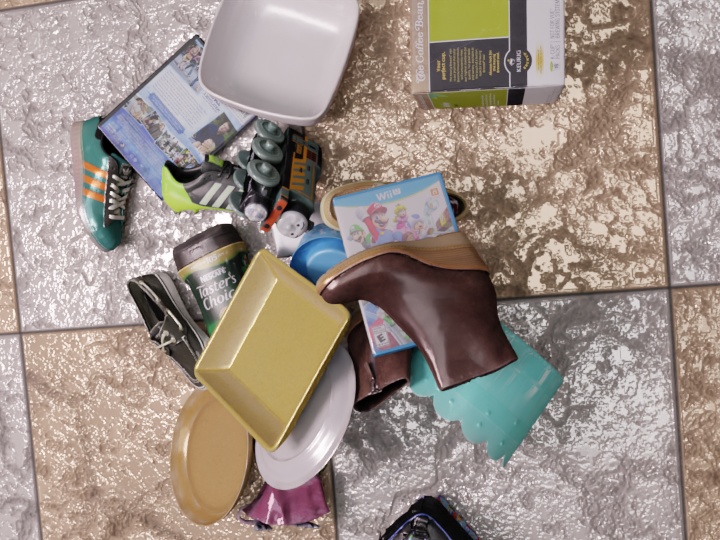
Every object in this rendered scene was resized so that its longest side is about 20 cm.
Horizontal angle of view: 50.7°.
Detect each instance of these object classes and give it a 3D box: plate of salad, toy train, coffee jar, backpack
[{"bbox_3d":[-0.069,0.190,0.999,0.048,0.200,0.201,32,101,-34],"label":"plate of salad"},{"bbox_3d":[-0.108,-0.125,1.020,0.113,0.201,0.085,24,125,-20],"label":"toy train"},{"bbox_3d":[-0.191,0.037,1.103,0.103,0.085,0.202,-26,88,12],"label":"coffee jar"},{"bbox_3d":[0.078,0.440,1.051,0.200,0.134,0.183,-45,85,9],"label":"backpack"}]

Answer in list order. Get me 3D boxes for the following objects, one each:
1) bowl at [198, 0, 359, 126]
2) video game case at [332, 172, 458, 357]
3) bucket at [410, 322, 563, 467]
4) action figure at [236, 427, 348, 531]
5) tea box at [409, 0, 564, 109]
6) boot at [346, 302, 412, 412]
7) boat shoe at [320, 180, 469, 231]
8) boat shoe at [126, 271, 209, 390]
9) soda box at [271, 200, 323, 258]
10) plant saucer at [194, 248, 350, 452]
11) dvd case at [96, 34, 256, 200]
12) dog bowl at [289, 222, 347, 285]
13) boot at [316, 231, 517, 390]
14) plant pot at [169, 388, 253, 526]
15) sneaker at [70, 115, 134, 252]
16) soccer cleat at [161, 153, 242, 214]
[{"bbox_3d":[-0.110,-0.302,1.059,0.197,0.075,0.202,18,82,8],"label":"bowl"},{"bbox_3d":[0.058,-0.010,0.924,0.141,0.018,0.203,-14,75,-5],"label":"video game case"},{"bbox_3d":[0.153,0.138,0.990,0.207,0.207,0.135,39,88,6],"label":"bucket"},{"bbox_3d":[-0.103,0.271,1.112,0.132,0.148,0.203,3,76,-30],"label":"action figure"},{"bbox_3d":[0.164,-0.325,0.992,0.194,0.134,0.203,0,93,10],"label":"tea box"},{"bbox_3d":[0.060,0.072,0.958,0.072,0.168,0.200,31,126,-29],"label":"boot"},{"bbox_3d":[0.048,-0.086,0.990,0.197,0.066,0.075,-5,88,-17],"label":"boat shoe"},{"bbox_3d":[-0.280,0.093,1.116,0.071,0.063,0.201,-45,72,29],"label":"boat shoe"},{"bbox_3d":[-0.026,-0.069,1.077,0.197,0.063,0.069,-11,91,11],"label":"soda box"},{"bbox_3d":[-0.109,0.102,0.993,0.199,0.048,0.202,33,95,40],"label":"plant saucer"},{"bbox_3d":[-0.263,-0.222,1.108,0.200,0.018,0.143,-41,98,3],"label":"dvd case"},{"bbox_3d":[0.000,0.000,1.045,0.198,0.050,0.112,20,127,-14],"label":"dog bowl"},{"bbox_3d":[0.063,0.053,0.851,0.197,0.072,0.168,-15,72,-10],"label":"boot"},{"bbox_3d":[-0.213,0.264,1.103,0.199,0.027,0.203,-14,71,43],"label":"plant pot"},{"bbox_3d":[-0.376,-0.132,1.135,0.079,0.071,0.203,-10,90,15],"label":"sneaker"},{"bbox_3d":[-0.186,-0.124,1.085,0.197,0.068,0.082,-2,124,-1],"label":"soccer cleat"}]
